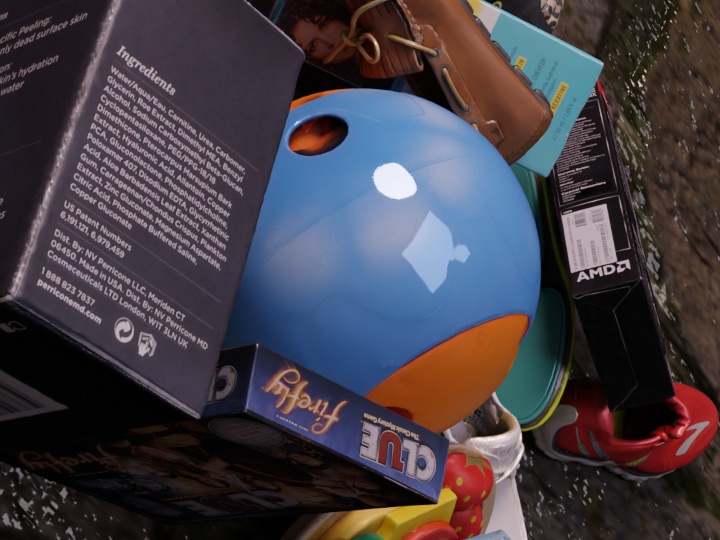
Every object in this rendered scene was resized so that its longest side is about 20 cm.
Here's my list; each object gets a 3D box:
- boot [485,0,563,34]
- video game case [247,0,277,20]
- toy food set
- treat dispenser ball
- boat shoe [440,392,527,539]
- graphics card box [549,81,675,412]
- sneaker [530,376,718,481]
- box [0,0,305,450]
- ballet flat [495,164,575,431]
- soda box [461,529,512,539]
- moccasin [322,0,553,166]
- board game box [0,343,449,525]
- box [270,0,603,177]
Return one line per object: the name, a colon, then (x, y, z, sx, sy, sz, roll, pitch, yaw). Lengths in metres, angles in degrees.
boot: (0.069, -0.181, 1.193, 0.154, 0.073, 0.204, 42, 54, -37)
video game case: (-0.057, -0.234, 1.028, 0.019, 0.143, 0.200, 5, 74, -11)
toy food set: (0.006, 0.182, 0.983, 0.198, 0.049, 0.200, -20, 138, -38)
treat dispenser ball: (0.000, 0.000, 0.975, 0.201, 0.201, 0.201, 14, 71, -45)
boat shoe: (0.070, 0.113, 1.124, 0.071, 0.069, 0.200, -38, 110, -47)
graphics card box: (0.165, -0.019, 1.196, 0.126, 0.051, 0.200, 66, 13, -45)
sneaker: (0.206, 0.111, 1.261, 0.200, 0.085, 0.077, 5, 79, -46)
box: (-0.151, -0.031, 0.822, 0.117, 0.196, 0.200, 36, 56, -37)
ballet flat: (0.117, 0.013, 1.210, 0.067, 0.067, 0.200, 28, 57, -65)
soda box: (0.038, 0.242, 0.974, 0.064, 0.200, 0.068, -4, 39, -48)
moccasin: (0.024, -0.133, 1.017, 0.078, 0.074, 0.201, -46, 118, -7)
board game box: (-0.075, 0.087, 0.874, 0.135, 0.200, 0.035, 29, 61, -39)
box: (0.042, -0.137, 1.079, 0.200, 0.049, 0.082, 24, 98, -16)
